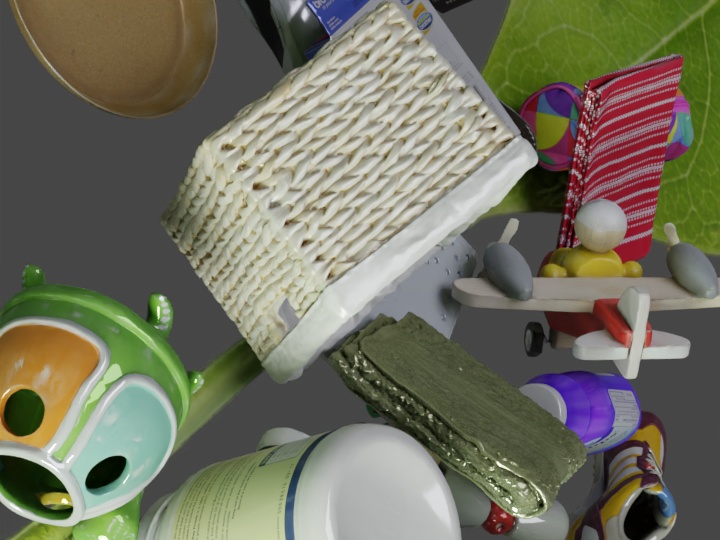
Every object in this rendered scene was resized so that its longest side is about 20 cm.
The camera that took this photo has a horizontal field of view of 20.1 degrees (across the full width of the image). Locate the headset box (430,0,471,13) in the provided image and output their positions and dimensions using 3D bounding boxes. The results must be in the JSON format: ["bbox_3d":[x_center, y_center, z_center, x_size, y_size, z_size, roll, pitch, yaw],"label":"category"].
[{"bbox_3d":[0.035,-0.336,1.753,0.200,0.075,0.149,26,58,-40],"label":"headset box"}]

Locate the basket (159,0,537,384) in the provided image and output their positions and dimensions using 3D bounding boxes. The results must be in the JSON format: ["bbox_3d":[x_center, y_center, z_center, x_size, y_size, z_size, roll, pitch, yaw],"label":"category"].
[{"bbox_3d":[-0.017,-0.052,1.453,0.200,0.198,0.161,-41,88,-23],"label":"basket"}]

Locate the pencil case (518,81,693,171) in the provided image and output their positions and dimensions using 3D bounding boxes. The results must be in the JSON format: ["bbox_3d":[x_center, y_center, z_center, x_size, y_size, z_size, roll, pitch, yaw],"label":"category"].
[{"bbox_3d":[0.232,-0.136,1.887,0.200,0.088,0.089,-9,83,-51],"label":"pencil case"}]

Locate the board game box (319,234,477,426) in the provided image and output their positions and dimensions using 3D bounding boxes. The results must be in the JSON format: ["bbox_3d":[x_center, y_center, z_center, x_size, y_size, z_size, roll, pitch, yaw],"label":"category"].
[{"bbox_3d":[0.000,0.000,1.628,0.200,0.026,0.201,46,47,-27],"label":"board game box"}]

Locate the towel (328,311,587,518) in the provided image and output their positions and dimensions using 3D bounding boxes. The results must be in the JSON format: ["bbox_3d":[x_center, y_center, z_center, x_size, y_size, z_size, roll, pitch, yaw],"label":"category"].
[{"bbox_3d":[0.074,0.104,1.529,0.200,0.037,0.148,35,22,10],"label":"towel"}]

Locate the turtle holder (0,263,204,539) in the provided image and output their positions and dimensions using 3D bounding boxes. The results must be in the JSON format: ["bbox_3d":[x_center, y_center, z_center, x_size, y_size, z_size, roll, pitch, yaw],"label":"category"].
[{"bbox_3d":[-0.189,0.099,1.318,0.140,0.186,0.132,24,52,-2],"label":"turtle holder"}]

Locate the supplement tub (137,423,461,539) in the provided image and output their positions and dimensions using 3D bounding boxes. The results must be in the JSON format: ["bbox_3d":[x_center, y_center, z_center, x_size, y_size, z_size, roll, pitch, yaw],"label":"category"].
[{"bbox_3d":[-0.047,0.191,1.373,0.145,0.199,0.146,19,62,-42],"label":"supplement tub"}]

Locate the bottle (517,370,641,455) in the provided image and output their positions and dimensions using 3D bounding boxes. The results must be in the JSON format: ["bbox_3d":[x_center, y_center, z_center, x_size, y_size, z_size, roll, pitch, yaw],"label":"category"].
[{"bbox_3d":[0.173,0.119,1.689,0.200,0.083,0.066,11,57,-68],"label":"bottle"}]

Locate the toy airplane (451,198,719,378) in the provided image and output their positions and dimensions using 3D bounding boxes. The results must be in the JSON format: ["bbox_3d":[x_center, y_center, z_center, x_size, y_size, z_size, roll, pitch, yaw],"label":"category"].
[{"bbox_3d":[0.200,0.012,1.696,0.200,0.198,0.142,-5,98,-58],"label":"toy airplane"}]

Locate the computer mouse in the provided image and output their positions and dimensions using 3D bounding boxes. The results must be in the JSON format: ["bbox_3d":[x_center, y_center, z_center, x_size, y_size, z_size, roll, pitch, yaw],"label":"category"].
[{"bbox_3d":[-0.036,-0.178,1.616,0.110,0.044,0.201,-30,88,-46],"label":"computer mouse"}]

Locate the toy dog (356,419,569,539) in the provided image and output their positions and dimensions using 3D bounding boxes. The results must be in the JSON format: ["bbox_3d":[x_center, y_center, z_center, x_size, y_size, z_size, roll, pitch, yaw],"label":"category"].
[{"bbox_3d":[0.064,0.167,1.587,0.200,0.132,0.096,46,6,-38],"label":"toy dog"}]

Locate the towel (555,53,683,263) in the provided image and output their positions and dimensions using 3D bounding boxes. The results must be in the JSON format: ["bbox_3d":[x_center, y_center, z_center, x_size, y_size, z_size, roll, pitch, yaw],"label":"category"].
[{"bbox_3d":[0.235,-0.088,1.836,0.144,0.022,0.201,-21,126,-45],"label":"towel"}]

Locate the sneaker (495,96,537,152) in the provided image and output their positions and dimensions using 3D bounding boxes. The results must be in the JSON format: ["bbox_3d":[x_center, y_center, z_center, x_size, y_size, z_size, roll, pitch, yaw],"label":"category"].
[{"bbox_3d":[0.054,-0.143,1.702,0.200,0.084,0.073,46,55,-20],"label":"sneaker"}]

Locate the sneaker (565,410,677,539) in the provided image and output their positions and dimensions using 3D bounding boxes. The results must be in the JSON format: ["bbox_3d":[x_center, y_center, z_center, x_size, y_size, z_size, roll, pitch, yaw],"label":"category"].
[{"bbox_3d":[0.245,0.195,1.776,0.075,0.090,0.200,51,45,-21],"label":"sneaker"}]

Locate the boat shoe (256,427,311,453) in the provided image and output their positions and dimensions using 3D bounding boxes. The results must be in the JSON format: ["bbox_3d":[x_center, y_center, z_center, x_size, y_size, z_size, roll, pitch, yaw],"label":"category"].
[{"bbox_3d":[-0.019,0.206,1.497,0.200,0.070,0.064,57,42,-19],"label":"boat shoe"}]

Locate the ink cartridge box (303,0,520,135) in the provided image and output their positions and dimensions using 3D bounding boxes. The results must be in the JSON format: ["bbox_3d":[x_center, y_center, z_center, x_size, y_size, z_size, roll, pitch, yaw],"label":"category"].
[{"bbox_3d":[0.034,-0.152,1.609,0.200,0.042,0.119,55,49,-14],"label":"ink cartridge box"}]

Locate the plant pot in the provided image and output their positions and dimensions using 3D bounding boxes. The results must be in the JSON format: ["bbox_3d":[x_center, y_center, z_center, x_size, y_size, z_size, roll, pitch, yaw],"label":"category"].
[{"bbox_3d":[-0.188,-0.204,1.498,0.200,0.027,0.201,21,61,-43],"label":"plant pot"}]
